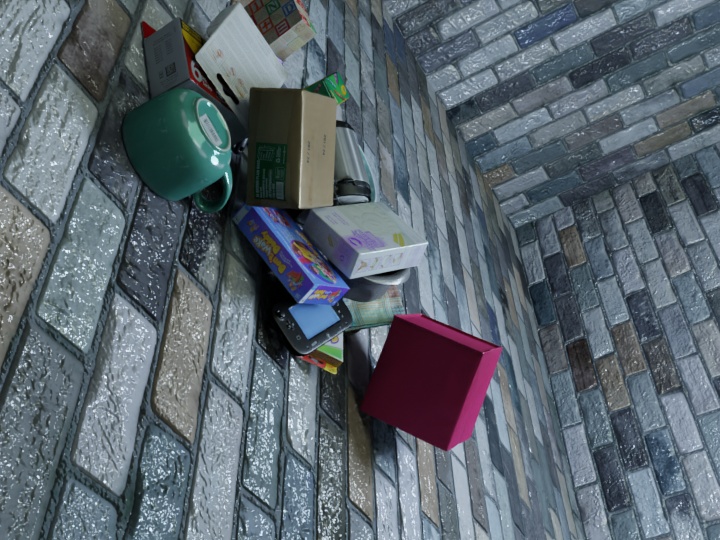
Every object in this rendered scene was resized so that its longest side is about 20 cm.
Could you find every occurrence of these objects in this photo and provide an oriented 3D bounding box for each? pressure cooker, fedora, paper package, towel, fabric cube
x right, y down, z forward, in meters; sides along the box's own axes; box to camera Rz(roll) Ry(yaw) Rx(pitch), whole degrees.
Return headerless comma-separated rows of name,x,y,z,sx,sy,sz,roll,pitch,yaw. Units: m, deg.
pressure cooker,-0.070,-0.176,1.669,0.175,0.178,0.202,-4,74,-45
fedora,0.000,0.000,1.620,0.176,0.091,0.199,37,31,22
paper package,-0.118,-0.211,1.469,0.190,0.102,0.202,-18,112,-72
towel,-0.005,0.047,1.686,0.198,0.022,0.148,-5,69,-34
fabric cube,0.144,0.214,1.674,0.200,0.195,0.201,7,103,-69

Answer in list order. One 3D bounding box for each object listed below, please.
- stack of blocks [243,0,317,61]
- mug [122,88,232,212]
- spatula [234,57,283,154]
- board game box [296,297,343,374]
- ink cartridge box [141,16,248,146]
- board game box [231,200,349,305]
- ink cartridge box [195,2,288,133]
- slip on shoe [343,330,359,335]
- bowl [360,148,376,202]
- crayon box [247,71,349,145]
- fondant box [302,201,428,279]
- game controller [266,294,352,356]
stack of blocks,-0.194,-0.448,1.613,0.058,0.199,0.116,29,32,-59
mug,-0.260,-0.192,1.291,0.185,0.114,0.153,32,39,-58
spatula,-0.197,-0.311,1.577,0.056,0.020,0.202,28,77,-49
board game box,-0.076,0.093,1.546,0.095,0.030,0.201,27,40,-24
ink cartridge box,-0.276,-0.334,1.452,0.200,0.083,0.177,33,38,-58
board game box,-0.121,-0.029,1.470,0.200,0.045,0.134,50,16,20
ink cartridge box,-0.216,-0.349,1.464,0.161,0.050,0.201,54,39,-29
slip on shoe,-0.020,0.039,1.750,0.076,0.060,0.201,47,28,-44
bowl,-0.056,-0.216,1.873,0.201,0.104,0.202,53,23,-34
crayon box,-0.129,-0.312,1.641,0.059,0.199,0.119,62,20,-12
fondant box,0.010,-0.061,1.573,0.199,0.059,0.144,-12,45,-46
game controller,-0.085,0.082,1.484,0.105,0.042,0.200,49,33,8
